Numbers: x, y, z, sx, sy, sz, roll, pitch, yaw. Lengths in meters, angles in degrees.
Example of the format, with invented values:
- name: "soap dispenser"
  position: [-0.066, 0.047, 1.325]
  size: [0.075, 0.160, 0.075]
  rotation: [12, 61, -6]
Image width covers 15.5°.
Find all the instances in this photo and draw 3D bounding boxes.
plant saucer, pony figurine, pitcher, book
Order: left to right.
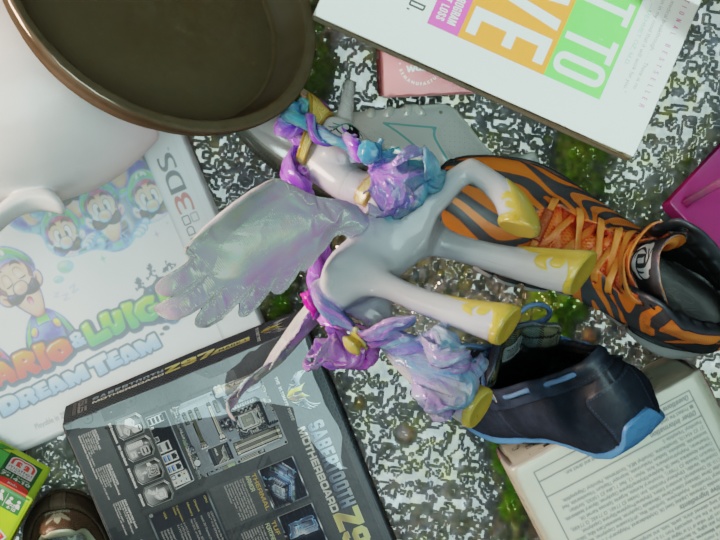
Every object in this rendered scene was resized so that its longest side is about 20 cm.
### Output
- name: "pitcher"
  position: [-0.214, -0.068, 1.507]
  size: [0.199, 0.121, 0.172]
  rotation: [-15, 68, -5]
- name: "plant saucer"
  position: [-0.118, -0.154, 1.490]
  size: [0.200, 0.200, 0.029]
  rotation: [38, 135, -3]
- name: "pony figurine"
  position: [0.000, 0.000, 1.465]
  size: [0.200, 0.167, 0.193]
  rotation: [31, 71, 23]
- name: "book"
  position: [0.090, -0.164, 1.515]
  size: [0.199, 0.048, 0.134]
  rotation: [24, 91, -1]

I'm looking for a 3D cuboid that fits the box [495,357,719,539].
- name: "box"
  position: [0.182, 0.168, 1.570]
  size: [0.128, 0.109, 0.200]
  rotation: [-27, 94, -1]

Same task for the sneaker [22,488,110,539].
- name: "sneaker"
  position: [-0.170, 0.234, 1.587]
  size: [0.070, 0.076, 0.201]
  rotation: [-12, 94, 0]

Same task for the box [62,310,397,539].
- name: "box"
  position: [-0.069, 0.145, 1.584]
  size: [0.157, 0.051, 0.201]
  rotation: [-23, 102, 1]

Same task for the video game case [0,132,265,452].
- name: "video game case"
  position: [-0.179, 0.000, 1.596]
  size: [0.199, 0.024, 0.183]
  rotation: [-23, 94, 1]

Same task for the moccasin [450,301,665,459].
- name: "moccasin"
  position: [0.106, 0.055, 1.522]
  size: [0.080, 0.200, 0.068]
  rotation: [-41, 110, -23]

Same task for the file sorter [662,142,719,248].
- name: "file sorter"
  position: [0.305, -0.066, 1.515]
  size: [0.139, 0.125, 0.200]
  rotation: [46, 69, -4]

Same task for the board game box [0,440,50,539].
- name: "board game box"
  position: [-0.298, 0.118, 1.577]
  size: [0.200, 0.048, 0.102]
  rotation: [29, 111, -3]

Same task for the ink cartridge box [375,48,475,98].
- name: "ink cartridge box"
  position: [0.063, -0.204, 1.563]
  size: [0.116, 0.067, 0.201]
  rotation: [-3, 94, -1]

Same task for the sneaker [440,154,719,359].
- name: "sneaker"
  position: [0.138, -0.016, 1.511]
  size: [0.199, 0.112, 0.078]
  rotation: [24, 80, -8]

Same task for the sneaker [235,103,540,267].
- name: "sneaker"
  position: [0.016, -0.069, 1.577]
  size: [0.200, 0.070, 0.080]
  rotation: [24, 88, -10]
